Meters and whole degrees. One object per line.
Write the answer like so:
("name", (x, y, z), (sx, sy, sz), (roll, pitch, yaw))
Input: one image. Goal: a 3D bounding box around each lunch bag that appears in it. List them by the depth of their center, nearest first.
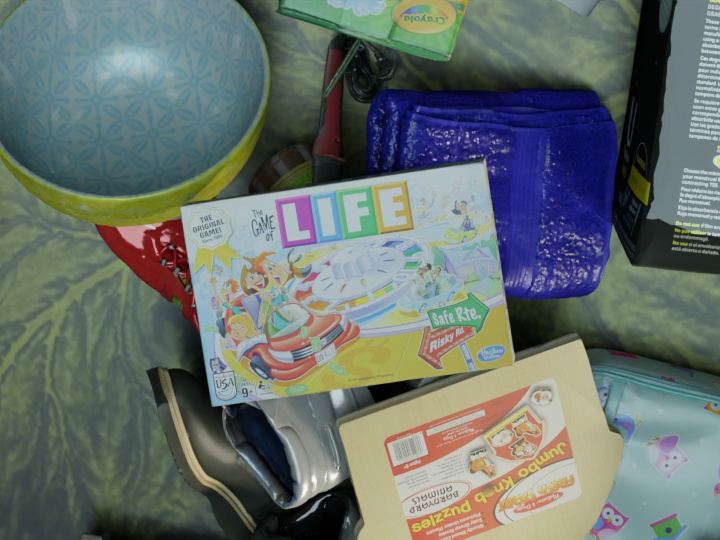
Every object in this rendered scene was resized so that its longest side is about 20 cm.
("lunch bag", (0.191, 0.164, 1.777), (0.160, 0.077, 0.200), (15, 104, -3))

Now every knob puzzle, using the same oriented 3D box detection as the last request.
("knob puzzle", (0.087, 0.146, 1.708), (0.220, 0.030, 0.220), (-8, 122, -13))

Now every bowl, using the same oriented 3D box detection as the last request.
("bowl", (-0.157, -0.102, 1.693), (0.200, 0.200, 0.108), (-1, 147, 2))

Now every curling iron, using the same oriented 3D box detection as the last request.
("curling iron", (-0.012, -0.079, 1.688), (0.050, 0.026, 0.200), (11, 63, -1))

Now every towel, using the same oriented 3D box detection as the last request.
("towel", (0.093, -0.051, 1.675), (0.200, 0.050, 0.148), (-2, 94, -37))

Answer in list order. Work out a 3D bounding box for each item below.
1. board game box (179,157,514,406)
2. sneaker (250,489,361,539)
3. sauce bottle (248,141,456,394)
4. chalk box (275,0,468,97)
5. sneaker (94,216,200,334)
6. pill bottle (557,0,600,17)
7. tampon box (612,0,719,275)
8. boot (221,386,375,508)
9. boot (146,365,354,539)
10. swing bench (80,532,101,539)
("board game box", (-0.008, 0.008, 1.599), (0.200, 0.034, 0.135), (-9, 96, 6))
("sneaker", (0.007, 0.197, 1.764), (0.200, 0.066, 0.091), (-5, 135, -17))
("sauce bottle", (0.000, 0.000, 1.699), (0.065, 0.065, 0.200), (-43, 67, 11))
("chalk box", (0.018, -0.209, 1.653), (0.124, 0.125, 0.200), (16, 97, -2))
("sneaker", (-0.106, 0.008, 1.742), (0.200, 0.085, 0.077), (40, 101, -8))
("pill bottle", (0.178, -0.274, 1.651), (0.113, 0.113, 0.200), (34, 102, -7))
("tampon box", (0.251, -0.109, 1.671), (0.126, 0.150, 0.200), (6, 104, -2))
("boot", (-0.060, 0.060, 1.664), (0.074, 0.096, 0.200), (-22, 97, 46))
("boot", (-0.058, 0.110, 1.741), (0.138, 0.077, 0.200), (-21, 144, 7))
("swing bench", (-0.125, 0.315, 1.781), (0.199, 0.200, 0.130), (11, 138, -1))
